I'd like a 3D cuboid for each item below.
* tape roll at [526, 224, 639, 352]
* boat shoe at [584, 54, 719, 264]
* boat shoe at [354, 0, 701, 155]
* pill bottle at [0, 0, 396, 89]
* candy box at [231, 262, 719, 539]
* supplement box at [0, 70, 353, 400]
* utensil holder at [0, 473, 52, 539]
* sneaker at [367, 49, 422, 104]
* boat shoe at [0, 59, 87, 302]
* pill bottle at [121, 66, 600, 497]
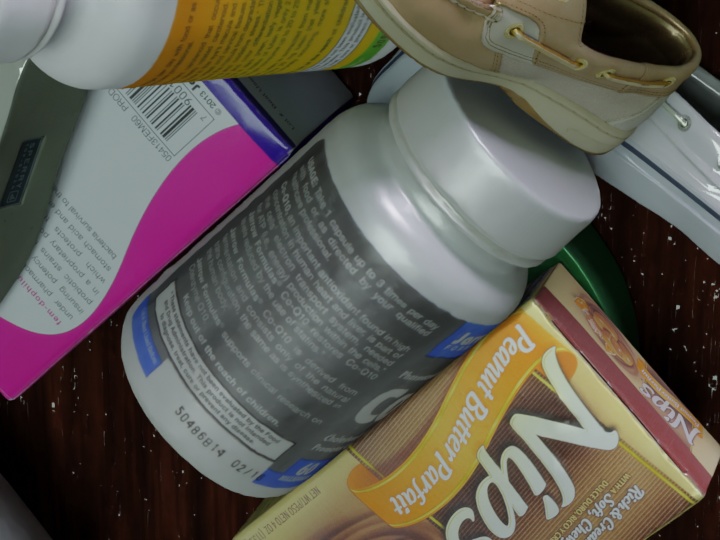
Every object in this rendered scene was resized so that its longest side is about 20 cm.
[{"bbox_3d":[0.031,0.041,1.060,0.200,0.048,0.201,6,110,16],"label":"tape roll"},{"bbox_3d":[0.177,-0.037,0.968,0.200,0.074,0.067,31,118,6],"label":"boat shoe"},{"bbox_3d":[0.063,-0.112,0.884,0.069,0.200,0.074,-34,55,28],"label":"boat shoe"},{"bbox_3d":[-0.077,-0.130,0.895,0.111,0.200,0.111,13,108,49],"label":"pill bottle"},{"bbox_3d":[0.051,0.103,1.019,0.200,0.055,0.115,-40,94,25],"label":"candy box"},{"bbox_3d":[-0.116,-0.046,1.047,0.200,0.103,0.101,-39,94,25],"label":"supplement box"},{"bbox_3d":[-0.265,0.128,1.123,0.170,0.170,0.200,-35,94,25],"label":"utensil holder"},{"bbox_3d":[0.071,-0.131,0.981,0.200,0.073,0.071,-41,54,36],"label":"sneaker"},{"bbox_3d":[-0.180,-0.044,0.985,0.071,0.070,0.201,39,118,22],"label":"boat shoe"},{"bbox_3d":[0.000,0.000,0.966,0.200,0.114,0.114,-40,93,26],"label":"pill bottle"}]
